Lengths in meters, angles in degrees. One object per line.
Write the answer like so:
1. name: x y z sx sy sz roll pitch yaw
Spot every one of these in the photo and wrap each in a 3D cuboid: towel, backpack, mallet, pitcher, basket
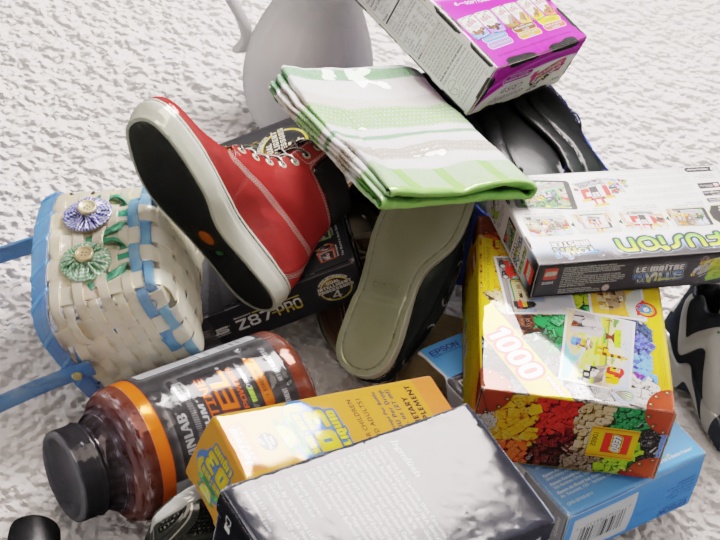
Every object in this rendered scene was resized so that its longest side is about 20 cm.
1. towel: 0.033 -0.111 1.461 0.148 0.031 0.200 -7 34 -30
2. backpack: 0.126 -0.068 1.600 0.162 0.169 0.200 -16 46 -21
3. mallet: -0.312 0.200 1.316 0.199 0.041 0.066 7 44 0
4. pitcher: -0.067 -0.219 1.695 0.171 0.201 0.121 20 43 9
5. basket: -0.228 0.022 1.462 0.199 0.139 0.177 -23 44 14

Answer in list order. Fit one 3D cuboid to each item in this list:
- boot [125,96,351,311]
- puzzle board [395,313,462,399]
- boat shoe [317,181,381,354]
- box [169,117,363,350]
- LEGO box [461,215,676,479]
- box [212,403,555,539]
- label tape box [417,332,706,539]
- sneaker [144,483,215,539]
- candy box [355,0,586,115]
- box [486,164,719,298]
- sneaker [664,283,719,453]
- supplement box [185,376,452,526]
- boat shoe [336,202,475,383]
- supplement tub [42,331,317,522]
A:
1. boot: -0.089 -0.087 1.442 0.072 0.200 0.145 3 48 47
2. puzzle board: 0.127 0.112 1.526 0.199 0.017 0.151 15 44 4
3. boat shoe: 0.000 0.000 1.572 0.075 0.072 0.201 0 44 -13
4. box: -0.090 -0.034 1.563 0.160 0.049 0.201 -21 46 6
5. LEGO box: 0.158 0.057 1.430 0.148 0.077 0.201 7 41 -4
6. box: 0.003 0.220 1.247 0.199 0.197 0.118 -17 51 -29
7. label tape box: 0.154 0.124 1.463 0.143 0.066 0.200 -19 47 -29
8. sneaker: -0.062 0.197 1.345 0.199 0.081 0.087 -12 49 -23
9. candy box: 0.078 -0.233 1.573 0.136 0.061 0.200 -23 65 -45
10. box: 0.211 -0.034 1.458 0.199 0.035 0.110 -4 42 -17
11. sneaker: 0.329 0.079 1.523 0.079 0.130 0.199 -15 49 -25
12. supplement box: -0.022 0.134 1.335 0.199 0.069 0.067 -10 52 -34
13. boat shoe: 0.046 0.003 1.489 0.074 0.066 0.200 15 76 24
14. supplement tub: -0.136 0.123 1.386 0.199 0.107 0.107 -20 51 -30
